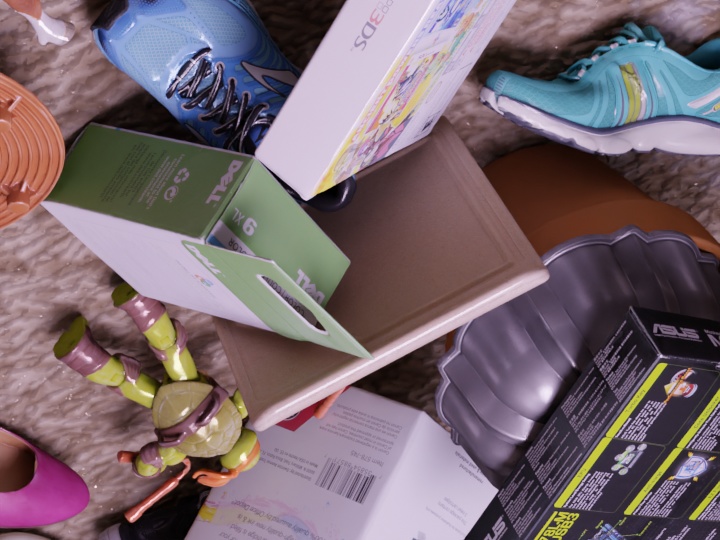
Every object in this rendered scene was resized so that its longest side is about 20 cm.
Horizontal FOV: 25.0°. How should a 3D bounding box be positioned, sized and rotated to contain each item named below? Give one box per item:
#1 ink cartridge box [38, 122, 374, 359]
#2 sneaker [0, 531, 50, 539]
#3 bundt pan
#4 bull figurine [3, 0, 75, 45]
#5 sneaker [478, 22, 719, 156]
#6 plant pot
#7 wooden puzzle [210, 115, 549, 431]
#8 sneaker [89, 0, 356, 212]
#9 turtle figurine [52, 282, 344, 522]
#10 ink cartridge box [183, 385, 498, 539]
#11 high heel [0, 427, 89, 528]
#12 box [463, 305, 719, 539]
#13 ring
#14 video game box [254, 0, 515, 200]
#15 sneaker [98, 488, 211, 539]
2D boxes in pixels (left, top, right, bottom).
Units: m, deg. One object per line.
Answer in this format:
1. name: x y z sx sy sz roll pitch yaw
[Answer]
1. ink cartridge box: -0.076 -0.018 0.908 0.104 0.200 0.059 48 66 -42
2. sneaker: -0.187 0.259 1.150 0.070 0.093 0.200 -49 113 -22
3. bundt pan: 0.151 0.073 0.994 0.202 0.076 0.202 -14 135 -15
4. bull figurine: -0.207 -0.148 0.815 0.200 0.065 0.121 -30 140 17
5. sneaker: 0.163 -0.120 1.038 0.200 0.078 0.080 -3 113 -30
6. plant pot: 0.134 0.011 1.083 0.200 0.140 0.200 -14 135 -15
7. wooden puzzle: 0.000 0.000 0.964 0.185 0.200 0.037 -28 125 1
8. sneaker: -0.064 -0.097 0.918 0.078 0.090 0.200 -44 134 16
9. turtle figurine: -0.122 0.088 1.053 0.200 0.064 0.161 -34 114 24
10. ink cartridge box: -0.016 0.194 1.115 0.145 0.145 0.200 43 71 -45
11. high heel: -0.245 0.107 1.035 0.200 0.067 0.096 20 130 -34
12. box: 0.188 0.117 0.965 0.193 0.048 0.200 10 126 -30
13. ring: -0.259 -0.055 0.864 0.200 0.019 0.200 -6 153 -3
14. video game box: 0.041 -0.145 0.883 0.200 0.047 0.182 -56 172 26
15. sneaker: -0.104 0.233 1.222 0.114 0.076 0.200 -31 137 3
